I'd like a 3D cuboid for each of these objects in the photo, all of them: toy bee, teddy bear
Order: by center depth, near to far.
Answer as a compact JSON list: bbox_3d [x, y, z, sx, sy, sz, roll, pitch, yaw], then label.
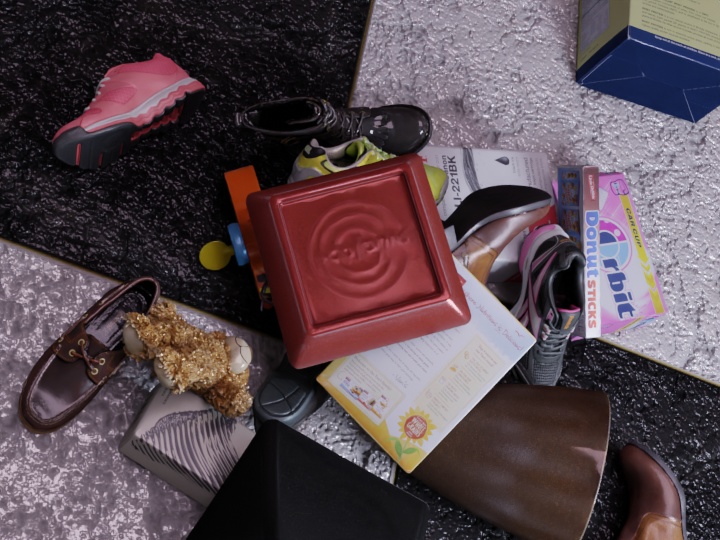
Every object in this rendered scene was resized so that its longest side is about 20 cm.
[{"bbox_3d":[-0.168,0.088,1.540,0.067,0.145,0.199,-53,137,5],"label":"teddy bear"},{"bbox_3d":[-0.115,-0.012,1.665,0.129,0.109,0.202,1,52,7],"label":"toy bee"}]

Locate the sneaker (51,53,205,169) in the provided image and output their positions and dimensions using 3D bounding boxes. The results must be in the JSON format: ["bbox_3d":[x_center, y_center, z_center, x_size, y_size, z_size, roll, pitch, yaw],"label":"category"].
[{"bbox_3d":[-0.272,-0.182,1.670,0.199,0.074,0.087,-31,72,-35],"label":"sneaker"}]

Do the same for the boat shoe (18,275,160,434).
[{"bbox_3d":[-0.280,0.081,1.554,0.070,0.070,0.201,39,60,-8],"label":"boat shoe"}]

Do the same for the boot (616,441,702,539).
[{"bbox_3d":[0.294,0.320,1.757,0.198,0.068,0.190,-22,88,-23],"label":"boot"}]

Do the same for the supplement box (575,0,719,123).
[{"bbox_3d":[0.408,-0.338,2.009,0.198,0.134,0.202,15,65,-20],"label":"supplement box"}]

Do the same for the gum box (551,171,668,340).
[{"bbox_3d":[0.294,-0.024,1.872,0.112,0.066,0.202,-8,74,-27],"label":"gum box"}]

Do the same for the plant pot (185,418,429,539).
[{"bbox_3d":[-0.061,0.305,1.459,0.198,0.201,0.178,30,20,-12],"label":"plant pot"}]

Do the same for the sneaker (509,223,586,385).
[{"bbox_3d":[0.221,0.053,1.751,0.080,0.086,0.202,-9,113,-22],"label":"sneaker"}]

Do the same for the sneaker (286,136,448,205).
[{"bbox_3d":[0.016,-0.104,1.660,0.198,0.077,0.076,-4,38,-31],"label":"sneaker"}]

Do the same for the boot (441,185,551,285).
[{"bbox_3d":[0.144,0.017,1.707,0.187,0.068,0.202,-26,123,-23],"label":"boot"}]

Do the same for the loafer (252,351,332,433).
[{"bbox_3d":[-0.059,0.122,1.656,0.071,0.063,0.200,29,42,17],"label":"loafer"}]

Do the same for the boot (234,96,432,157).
[{"bbox_3d":[-0.026,-0.160,1.676,0.198,0.174,0.070,-6,84,11],"label":"boot"}]

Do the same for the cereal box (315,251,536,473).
[{"bbox_3d":[0.070,0.095,1.599,0.200,0.040,0.144,-45,88,-4],"label":"cereal box"}]

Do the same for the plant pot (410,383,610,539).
[{"bbox_3d":[0.156,0.202,1.670,0.198,0.187,0.189,15,64,-1],"label":"plant pot"}]

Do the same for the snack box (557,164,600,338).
[{"bbox_3d":[0.260,-0.024,1.779,0.024,0.072,0.202,-3,95,-17],"label":"snack box"}]

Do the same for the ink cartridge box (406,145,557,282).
[{"bbox_3d":[0.132,-0.067,1.800,0.198,0.084,0.146,1,71,-25],"label":"ink cartridge box"}]

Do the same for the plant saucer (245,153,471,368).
[{"bbox_3d":[-0.002,-0.019,1.562,0.197,0.037,0.202,-14,71,-9],"label":"plant saucer"}]

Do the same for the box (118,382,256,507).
[{"bbox_3d":[-0.148,0.202,1.570,0.199,0.068,0.083,33,60,-10],"label":"box"}]
